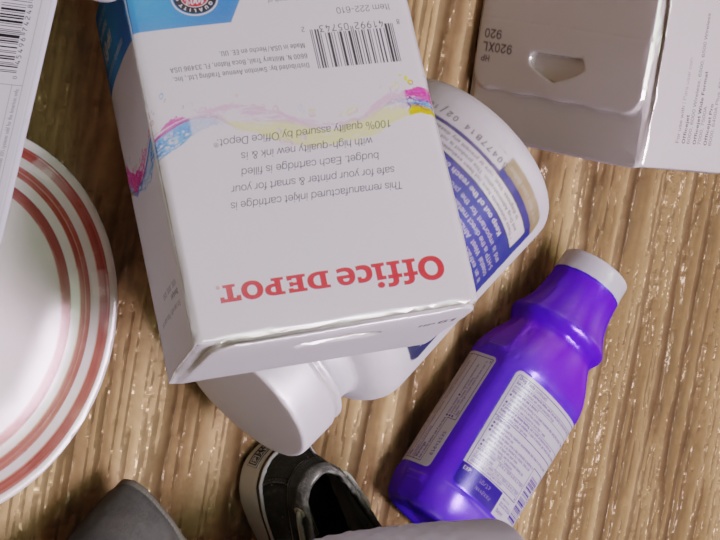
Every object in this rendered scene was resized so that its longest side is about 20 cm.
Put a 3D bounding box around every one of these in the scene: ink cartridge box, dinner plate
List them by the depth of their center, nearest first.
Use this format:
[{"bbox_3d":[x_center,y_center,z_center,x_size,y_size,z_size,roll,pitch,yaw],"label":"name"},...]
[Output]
[{"bbox_3d":[-0.207,0.026,0.911,0.199,0.024,0.201,-12,109,-38],"label":"dinner plate"},{"bbox_3d":[-0.040,-0.055,0.916,0.144,0.085,0.201,-8,75,-19],"label":"ink cartridge box"},{"bbox_3d":[0.190,-0.137,1.137,0.199,0.147,0.145,1,100,-42],"label":"ink cartridge box"}]

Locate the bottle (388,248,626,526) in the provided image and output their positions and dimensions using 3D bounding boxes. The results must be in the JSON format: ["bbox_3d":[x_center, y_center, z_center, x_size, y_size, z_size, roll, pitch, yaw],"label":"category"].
[{"bbox_3d":[0.097,0.079,1.164,0.084,0.065,0.200,46,70,-39],"label":"bottle"}]

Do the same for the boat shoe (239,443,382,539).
[{"bbox_3d":[-0.007,0.186,1.098,0.071,0.064,0.201,-44,126,-25],"label":"boat shoe"}]

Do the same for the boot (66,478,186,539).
[{"bbox_3d":[-0.162,0.171,0.921,0.200,0.072,0.183,-44,136,-39],"label":"boot"}]

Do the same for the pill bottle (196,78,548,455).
[{"bbox_3d":[0.000,0.000,1.022,0.200,0.119,0.120,-46,127,-24],"label":"pill bottle"}]

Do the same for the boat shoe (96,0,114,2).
[{"bbox_3d":[-0.087,-0.205,0.891,0.091,0.071,0.201,28,57,-43],"label":"boat shoe"}]

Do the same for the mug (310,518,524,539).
[{"bbox_3d":[-0.008,0.228,1.010,0.174,0.148,0.200,-2,143,-20],"label":"mug"}]

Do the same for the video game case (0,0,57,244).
[{"bbox_3d":[-0.228,-0.073,0.810,0.182,0.022,0.201,2,112,-39],"label":"video game case"}]
